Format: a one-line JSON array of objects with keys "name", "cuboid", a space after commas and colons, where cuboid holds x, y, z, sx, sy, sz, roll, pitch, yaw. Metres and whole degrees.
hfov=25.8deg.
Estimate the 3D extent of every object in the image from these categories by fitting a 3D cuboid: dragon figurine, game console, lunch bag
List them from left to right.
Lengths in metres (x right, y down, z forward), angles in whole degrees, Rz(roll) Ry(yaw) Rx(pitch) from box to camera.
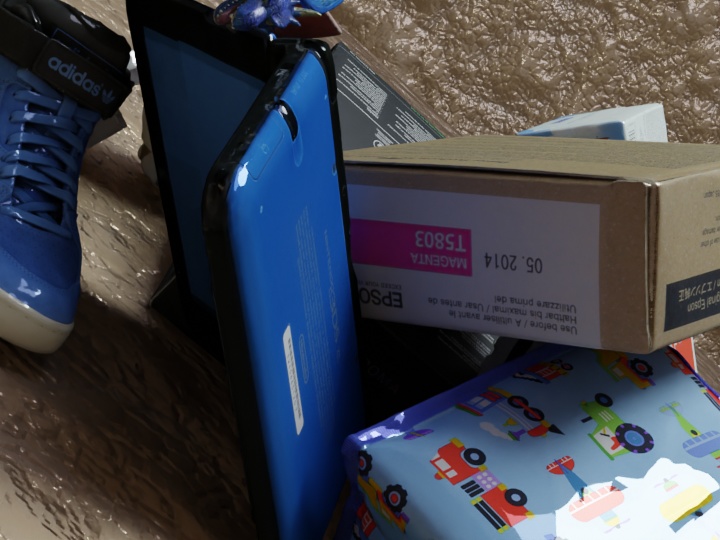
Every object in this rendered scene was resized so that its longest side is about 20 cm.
[{"name": "game console", "cuboid": [-0.064, 0.003, 0.670, 0.171, 0.117, 0.202, -64, 153, -51]}, {"name": "dragon figurine", "cuboid": [-0.032, -0.145, 0.673, 0.099, 0.059, 0.200, 20, 25, 21]}, {"name": "lunch bag", "cuboid": [0.110, 0.102, 0.666, 0.151, 0.199, 0.095, 46, -33, 28]}]

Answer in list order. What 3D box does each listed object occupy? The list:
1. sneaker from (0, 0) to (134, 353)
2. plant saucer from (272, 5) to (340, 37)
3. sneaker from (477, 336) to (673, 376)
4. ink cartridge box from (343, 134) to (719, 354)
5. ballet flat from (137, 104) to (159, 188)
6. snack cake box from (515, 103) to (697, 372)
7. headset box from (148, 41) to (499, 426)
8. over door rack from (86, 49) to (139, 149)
[{"name": "sneaker", "cuboid": [-0.144, -0.058, 0.687, 0.077, 0.111, 0.200, 34, 14, -36]}, {"name": "plant saucer", "cuboid": [-0.093, -0.207, 0.850, 0.200, 0.037, 0.200, 52, 4, 1]}, {"name": "sneaker", "cuboid": [0.081, 0.096, 0.748, 0.080, 0.201, 0.077, 3, -43, 36]}, {"name": "ink cartridge box", "cuboid": [0.088, -0.020, 0.735, 0.199, 0.076, 0.164, 7, 13, 39]}, {"name": "ballet flat", "cuboid": [-0.108, -0.084, 0.958, 0.068, 0.063, 0.200, 51, -25, 14]}, {"name": "snack cake box", "cuboid": [0.150, 0.008, 0.935, 0.115, 0.067, 0.202, -25, 108, -67]}, {"name": "headset box", "cuboid": [0.000, 0.000, 0.871, 0.174, 0.093, 0.201, 40, 35, -13]}, {"name": "over door rack", "cuboid": [-0.154, -0.157, 0.850, 0.149, 0.066, 0.200, 64, -14, -1]}]
